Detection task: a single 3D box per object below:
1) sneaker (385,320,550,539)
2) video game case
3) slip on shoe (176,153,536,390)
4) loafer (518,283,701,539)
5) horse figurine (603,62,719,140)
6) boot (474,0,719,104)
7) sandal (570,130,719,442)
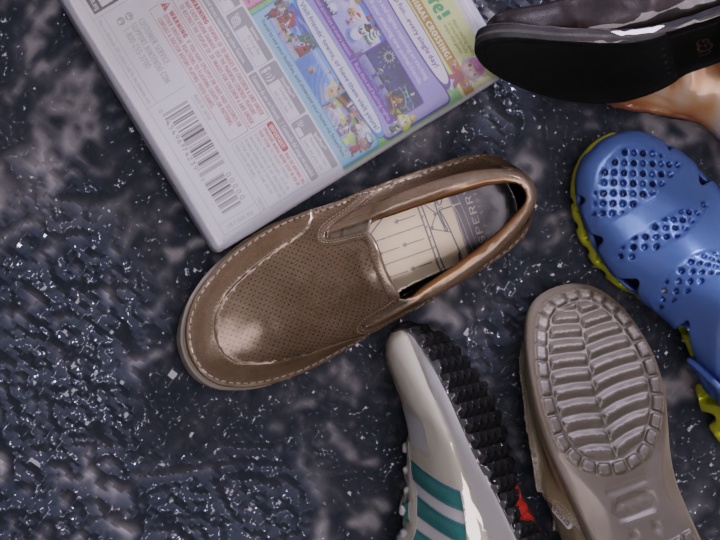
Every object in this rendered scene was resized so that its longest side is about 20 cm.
[{"bbox_3d":[0.039,0.128,1.309,0.093,0.070,0.200,-26,85,16],"label":"sneaker"},{"bbox_3d":[-0.049,-0.140,1.306,0.182,0.022,0.200,-32,95,-9],"label":"video game case"},{"bbox_3d":[0.000,0.000,1.302,0.200,0.061,0.076,-23,96,-10],"label":"slip on shoe"},{"bbox_3d":[0.124,0.106,1.329,0.076,0.068,0.200,-10,77,-21],"label":"loafer"},{"bbox_3d":[0.214,-0.097,1.349,0.200,0.050,0.133,40,78,-8],"label":"horse figurine"},{"bbox_3d":[0.152,-0.181,1.315,0.200,0.069,0.174,-5,68,2],"label":"boot"},{"bbox_3d":[0.184,0.011,1.328,0.079,0.087,0.200,-39,97,-6],"label":"sandal"}]
